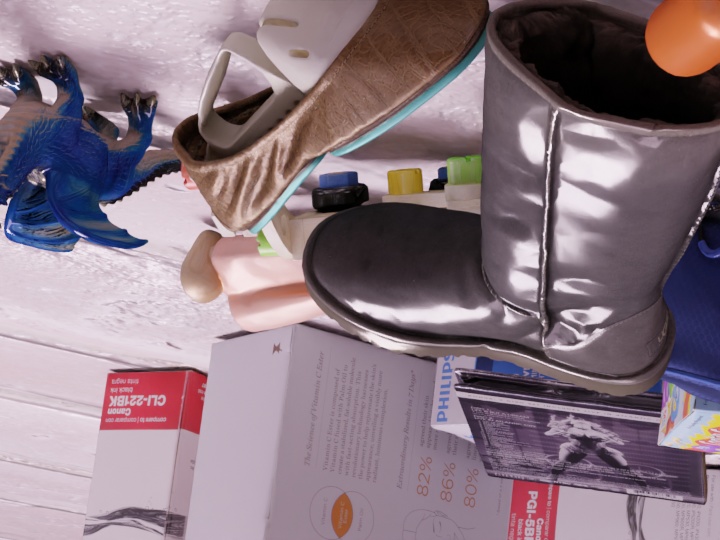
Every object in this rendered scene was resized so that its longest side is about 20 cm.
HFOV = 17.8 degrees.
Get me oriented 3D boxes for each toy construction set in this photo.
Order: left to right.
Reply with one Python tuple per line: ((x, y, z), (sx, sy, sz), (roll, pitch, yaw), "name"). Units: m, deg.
((0.013, -0.023, 1.105), (0.199, 0.093, 0.131), (11, -170, 12), "toy construction set")

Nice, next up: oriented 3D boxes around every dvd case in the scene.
((0.142, 0.105, 1.440), (0.148, 0.016, 0.200), (7, 161, 12), "dvd case")

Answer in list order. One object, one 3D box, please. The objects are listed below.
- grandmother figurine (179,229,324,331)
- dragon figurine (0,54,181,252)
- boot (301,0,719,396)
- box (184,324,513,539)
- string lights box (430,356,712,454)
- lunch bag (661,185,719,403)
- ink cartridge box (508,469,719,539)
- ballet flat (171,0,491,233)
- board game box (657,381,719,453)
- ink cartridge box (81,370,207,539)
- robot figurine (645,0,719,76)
((0.000, 0.000, 1.265), (0.199, 0.061, 0.121), (-5, 170, 44), "grandmother figurine")
((-0.136, -0.038, 1.100), (0.059, 0.100, 0.200), (-4, 161, 36), "dragon figurine")
((0.056, -0.031, 0.914), (0.181, 0.073, 0.200), (10, 155, 11), "boot")
((-0.003, 0.136, 1.573), (0.199, 0.153, 0.106), (17, 162, -32), "box")
((0.156, 0.084, 1.491), (0.199, 0.059, 0.103), (-5, 160, 36), "string lights box")
((0.202, 0.002, 1.050), (0.199, 0.133, 0.135), (21, 175, -43), "lunch bag")
((0.233, 0.213, 1.878), (0.199, 0.083, 0.147), (0, 162, 24), "ink cartridge box")
((-0.024, -0.079, 0.974), (0.072, 0.068, 0.200), (40, 146, -12), "ballet flat")
((0.269, 0.048, 1.231), (0.199, 0.106, 0.103), (8, 165, -2), "board game box")
((-0.132, 0.190, 1.727), (0.083, 0.201, 0.144), (-4, 161, 32), "ink cartridge box")
((0.159, -0.112, 0.678), (0.116, 0.145, 0.200), (21, 168, 14), "robot figurine")
